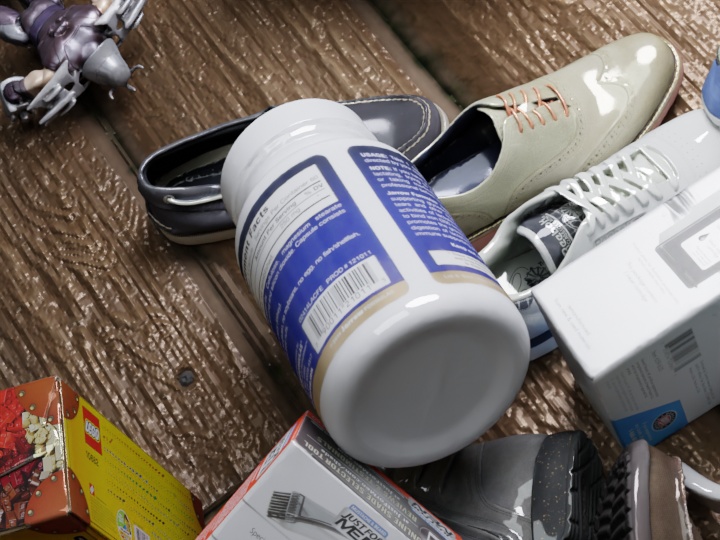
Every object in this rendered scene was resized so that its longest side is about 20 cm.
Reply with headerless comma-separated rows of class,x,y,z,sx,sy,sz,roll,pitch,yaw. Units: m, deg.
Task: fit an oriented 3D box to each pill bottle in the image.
pill bottle,0.000,0.000,0.973,0.115,0.116,0.200,-33,46,1

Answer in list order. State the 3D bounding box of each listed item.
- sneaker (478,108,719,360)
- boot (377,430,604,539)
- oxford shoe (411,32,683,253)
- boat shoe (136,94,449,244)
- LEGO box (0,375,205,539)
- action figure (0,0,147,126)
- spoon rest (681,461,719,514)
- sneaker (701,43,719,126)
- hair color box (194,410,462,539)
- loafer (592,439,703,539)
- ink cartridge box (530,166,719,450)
sneaker,0.141,-0.029,1.029,0.200,0.081,0.076,-40,56,-6
boot,0.057,0.180,0.971,0.131,0.070,0.201,-4,58,26
oxford shoe,0.105,-0.080,1.070,0.200,0.074,0.071,-38,58,-2
boat shoe,-0.044,-0.069,1.124,0.199,0.063,0.073,-16,60,11
LEGO box,-0.185,0.145,0.985,0.148,0.200,0.077,-15,61,11
action figure,-0.220,-0.172,1.239,0.200,0.069,0.130,34,72,26
spoon rest,0.252,0.057,0.946,0.200,0.099,0.061,-46,48,6
sneaker,0.274,-0.170,1.019,0.199,0.115,0.080,-39,58,-20
hair color box,-0.052,0.186,0.938,0.111,0.064,0.200,40,103,-3
loafer,0.166,0.185,0.921,0.071,0.073,0.201,-4,74,-11
ink cartridge box,0.201,0.004,0.970,0.200,0.116,0.067,-33,57,0
